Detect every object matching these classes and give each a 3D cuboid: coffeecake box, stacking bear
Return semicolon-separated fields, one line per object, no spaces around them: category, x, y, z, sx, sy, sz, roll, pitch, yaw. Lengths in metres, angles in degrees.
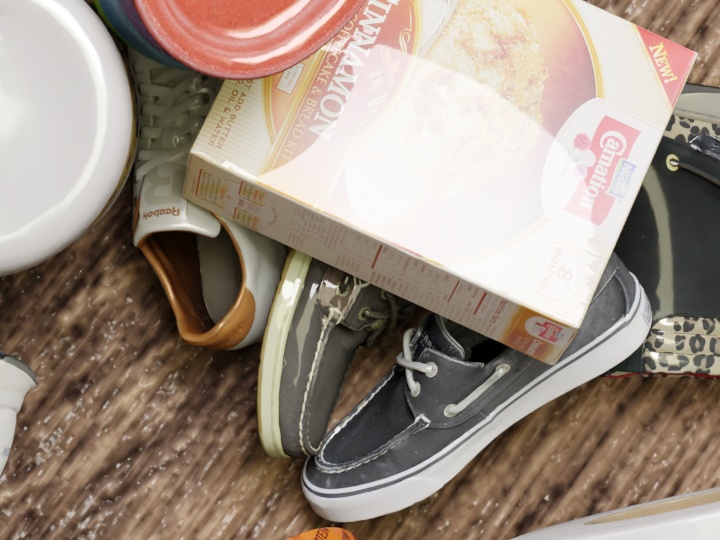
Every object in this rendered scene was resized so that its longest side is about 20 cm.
coffeecake box;0.037;-0.069;1.415;0.200;0.073;0.154;24;73;1
stacking bear;-0.079;-0.151;1.356;0.121;0.200;0.114;22;92;-20

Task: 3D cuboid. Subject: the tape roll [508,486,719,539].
tape roll;0.177;0.181;1.456;0.202;0.203;0.139;-11;87;-15

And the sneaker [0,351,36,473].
sneaker;-0.259;0.066;1.425;0.200;0.075;0.087;11;87;-13

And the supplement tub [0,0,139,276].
supplement tub;-0.176;-0.071;1.380;0.145;0.200;0.146;0;93;-2

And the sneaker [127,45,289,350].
sneaker;-0.080;-0.058;1.459;0.073;0.085;0.200;-13;93;26

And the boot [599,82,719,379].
boot;0.117;-0.023;1.530;0.203;0.073;0.154;5;86;-12

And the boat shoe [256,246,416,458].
boat shoe;0.000;0.000;1.469;0.066;0.072;0.201;13;81;14

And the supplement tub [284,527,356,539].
supplement tub;0.010;0.229;1.419;0.122;0.123;0.200;-28;61;-15

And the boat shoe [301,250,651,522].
boat shoe;0.048;0.050;1.474;0.200;0.072;0.068;-31;129;8
